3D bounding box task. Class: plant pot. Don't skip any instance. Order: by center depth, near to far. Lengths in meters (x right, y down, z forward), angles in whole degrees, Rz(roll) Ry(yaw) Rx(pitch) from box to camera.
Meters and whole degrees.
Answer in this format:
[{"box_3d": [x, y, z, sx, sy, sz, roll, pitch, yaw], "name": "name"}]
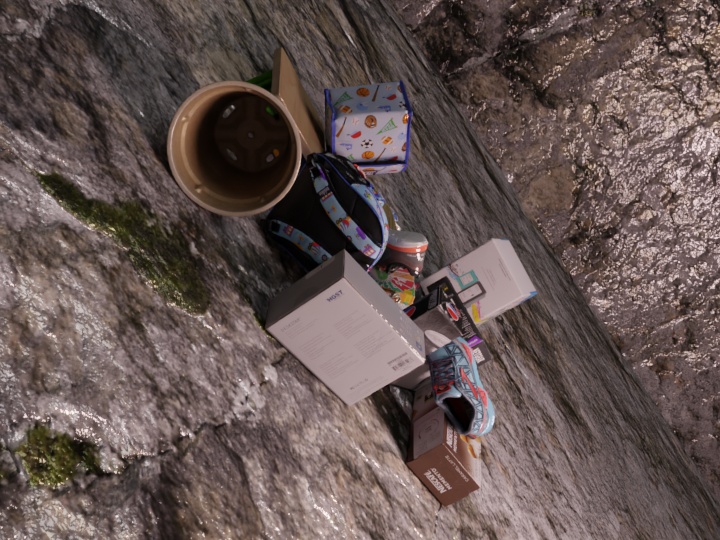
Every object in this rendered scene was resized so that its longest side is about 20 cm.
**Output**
[{"box_3d": [-0.185, -0.202, 1.306, 0.201, 0.200, 0.184, 52, 11, -12], "name": "plant pot"}]

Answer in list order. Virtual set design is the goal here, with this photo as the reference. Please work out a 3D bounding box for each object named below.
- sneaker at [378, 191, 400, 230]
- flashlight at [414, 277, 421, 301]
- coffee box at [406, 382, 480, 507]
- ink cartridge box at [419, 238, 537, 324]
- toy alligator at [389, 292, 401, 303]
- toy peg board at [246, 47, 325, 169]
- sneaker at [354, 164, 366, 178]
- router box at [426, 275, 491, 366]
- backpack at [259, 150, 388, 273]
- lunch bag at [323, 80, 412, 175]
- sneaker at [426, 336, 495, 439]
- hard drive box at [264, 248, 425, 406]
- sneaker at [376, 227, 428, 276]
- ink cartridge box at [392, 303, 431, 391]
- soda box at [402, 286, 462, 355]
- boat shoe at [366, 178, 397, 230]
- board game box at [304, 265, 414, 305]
[{"box_3d": [0.037, -0.118, 1.684, 0.077, 0.076, 0.200, 28, -4, 15], "name": "sneaker"}, {"box_3d": [0.133, 0.098, 1.685, 0.200, 0.068, 0.068, 54, 4, 2], "name": "flashlight"}, {"box_3d": [0.149, 0.292, 1.447, 0.114, 0.080, 0.200, 50, 23, -16], "name": "coffee box"}, {"box_3d": [0.266, 0.039, 1.874, 0.147, 0.199, 0.147, 63, 23, 11], "name": "ink cartridge box"}, {"box_3d": [-0.023, 0.051, 1.397, 0.199, 0.060, 0.054, -8, 26, -37], "name": "toy alligator"}, {"box_3d": [-0.154, -0.293, 1.619, 0.201, 0.097, 0.200, -94, 160, -50], "name": "toy peg board"}, {"box_3d": [-0.027, -0.166, 1.659, 0.067, 0.108, 0.201, 56, 22, -1], "name": "sneaker"}, {"box_3d": [0.201, 0.108, 1.664, 0.150, 0.051, 0.200, 62, 5, 21], "name": "router box"}, {"box_3d": [-0.035, -0.073, 1.374, 0.200, 0.183, 0.134, 46, 22, 17], "name": "backpack"}, {"box_3d": [0.013, -0.267, 1.684, 0.200, 0.169, 0.124, 94, -12, -53], "name": "lunch bag"}, {"box_3d": [0.159, 0.188, 1.400, 0.095, 0.079, 0.201, -7, 66, -59], "name": "sneaker"}, {"box_3d": [-0.021, 0.091, 1.264, 0.200, 0.155, 0.077, 47, 24, -25], "name": "hard drive box"}, {"box_3d": [0.033, -0.033, 1.458, 0.077, 0.199, 0.082, -15, 112, -38], "name": "sneaker"}, {"box_3d": [0.091, 0.137, 1.530, 0.200, 0.084, 0.145, 25, 37, -51], "name": "ink cartridge box"}, {"box_3d": [0.069, 0.113, 1.362, 0.071, 0.200, 0.063, 50, 24, -16], "name": "soda box"}, {"box_3d": [0.017, -0.100, 1.572, 0.200, 0.068, 0.075, 56, 26, -50], "name": "boat shoe"}, {"box_3d": [0.000, 0.000, 1.473, 0.199, 0.030, 0.096, 15, 31, -7], "name": "board game box"}]
